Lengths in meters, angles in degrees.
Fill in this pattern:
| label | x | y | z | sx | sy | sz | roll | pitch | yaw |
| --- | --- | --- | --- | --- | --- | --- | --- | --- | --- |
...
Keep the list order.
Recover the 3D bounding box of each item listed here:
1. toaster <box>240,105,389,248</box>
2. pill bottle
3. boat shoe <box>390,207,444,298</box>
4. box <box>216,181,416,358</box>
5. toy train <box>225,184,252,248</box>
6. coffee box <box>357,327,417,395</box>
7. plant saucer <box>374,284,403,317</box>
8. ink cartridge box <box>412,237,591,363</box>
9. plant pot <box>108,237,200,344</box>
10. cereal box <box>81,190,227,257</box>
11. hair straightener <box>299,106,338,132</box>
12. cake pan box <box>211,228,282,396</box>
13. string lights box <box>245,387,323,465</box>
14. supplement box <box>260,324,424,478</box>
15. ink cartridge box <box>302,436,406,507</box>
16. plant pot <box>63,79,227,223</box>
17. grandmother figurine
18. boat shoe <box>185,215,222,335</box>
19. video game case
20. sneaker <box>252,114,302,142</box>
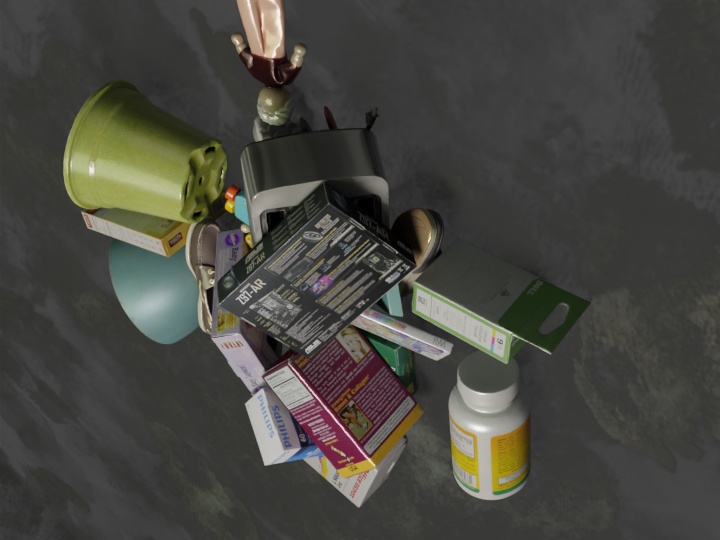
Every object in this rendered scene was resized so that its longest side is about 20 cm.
| label | x | y | z | sx | sy | sz | roll | pitch | yaw |
| --- | --- | --- | --- | --- | --- | --- | --- | --- | --- |
| toaster | -0.053 | -0.084 | 1.375 | 0.119 | 0.179 | 0.201 | -107 | 11 | -49 |
| pill bottle | 0.178 | 0.209 | 1.488 | 0.112 | 0.113 | 0.201 | 22 | 137 | 32 |
| boat shoe | 0.074 | -0.023 | 1.422 | 0.200 | 0.064 | 0.072 | 115 | 137 | -56 |
| box | -0.055 | 0.005 | 1.341 | 0.200 | 0.044 | 0.160 | -41 | 127 | 22 |
| toy train | -0.107 | -0.054 | 1.541 | 0.149 | 0.056 | 0.201 | 9 | 140 | 44 |
| coffee box | -0.006 | 0.118 | 1.657 | 0.199 | 0.044 | 0.124 | 22 | 138 | 33 |
| plant saucer | 0.000 | 0.000 | 1.494 | 0.200 | 0.019 | 0.071 | 36 | 143 | 55 |
| ink cartridge box | 0.173 | 0.046 | 1.347 | 0.199 | 0.104 | 0.060 | 27 | 140 | 27 |
| plant pot | -0.290 | 0.000 | 1.754 | 0.134 | 0.200 | 0.201 | -25 | 107 | 21 |
| cereal box | -0.325 | -0.096 | 1.713 | 0.199 | 0.144 | 0.040 | 18 | 137 | 37 |
| hair straightener | -0.043 | -0.121 | 1.459 | 0.041 | 0.076 | 0.201 | -106 | -6 | -54 |
| cake pan box | -0.167 | 0.067 | 1.629 | 0.052 | 0.186 | 0.201 | -7 | 145 | 12 |
| string lights box | -0.067 | 0.227 | 1.657 | 0.059 | 0.199 | 0.104 | -42 | 60 | 42 |
| supplement box | -0.026 | 0.182 | 1.587 | 0.201 | 0.131 | 0.103 | 52 | 145 | -5 |
| ink cartridge box | -0.037 | 0.277 | 1.805 | 0.199 | 0.084 | 0.145 | 38 | 144 | 13 |
| plant pot | -0.306 | -0.160 | 1.617 | 0.183 | 0.201 | 0.202 | 20 | 138 | 16 |
| grandmother figurine | -0.121 | -0.281 | 1.397 | 0.121 | 0.060 | 0.202 | 29 | 138 | 39 |
| boat shoe | -0.222 | 0.015 | 1.669 | 0.059 | 0.071 | 0.202 | 28 | 128 | 49 |
| video game case | 0.026 | 0.074 | 1.495 | 0.198 | 0.018 | 0.143 | 23 | 171 | 0 |
| sneaker | -0.098 | -0.124 | 1.500 | 0.082 | 0.075 | 0.201 | -9 | 117 | 48 |
